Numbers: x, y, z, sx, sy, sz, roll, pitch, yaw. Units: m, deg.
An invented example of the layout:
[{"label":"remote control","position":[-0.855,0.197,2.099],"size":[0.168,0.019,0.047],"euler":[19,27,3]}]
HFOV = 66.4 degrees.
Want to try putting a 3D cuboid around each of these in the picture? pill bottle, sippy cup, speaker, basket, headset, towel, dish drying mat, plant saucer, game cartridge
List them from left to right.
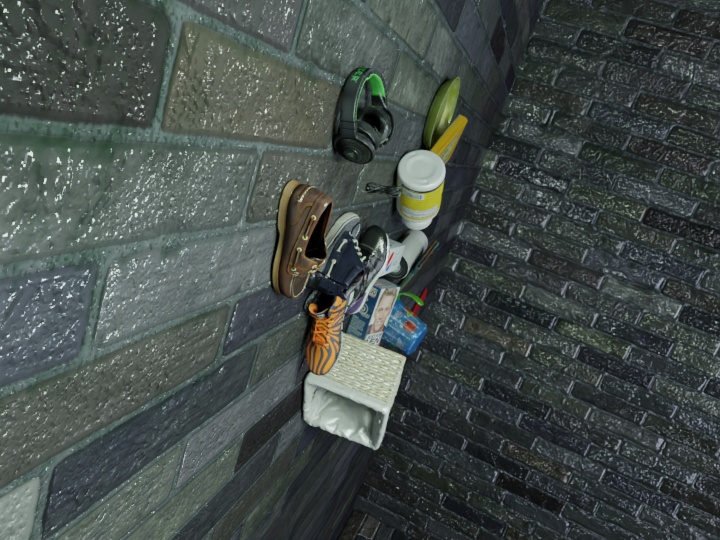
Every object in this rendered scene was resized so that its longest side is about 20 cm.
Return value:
[{"label":"basket","position":[-0.016,0.275,1.274],"size":[0.199,0.199,0.161],"euler":[98,14,-48]},{"label":"headset","position":[0.021,-0.207,0.851],"size":[0.124,0.093,0.201],"euler":[-53,149,-45]},{"label":"sippy cup","position":[0.108,0.159,1.515],"size":[0.140,0.130,0.178],"euler":[-41,158,-35]},{"label":"speaker","position":[0.128,-0.049,1.559],"size":[0.200,0.081,0.082],"euler":[-46,155,-57]},{"label":"towel","position":[0.144,0.011,1.572],"size":[0.147,0.022,0.200],"euler":[-49,178,-43]},{"label":"dish drying mat","position":[0.272,0.162,2.603],"size":[0.200,0.018,0.077],"euler":[-51,158,-48]},{"label":"pill bottle","position":[0.140,-0.185,1.323],"size":[0.112,0.111,0.200],"euler":[-61,166,-24]},{"label":"game cartridge","position":[0.197,-0.286,1.439],"size":[0.200,0.032,0.177],"euler":[-54,172,-25]},{"label":"plant saucer","position":[0.203,-0.396,1.404],"size":[0.200,0.031,0.201],"euler":[23,90,-78]}]

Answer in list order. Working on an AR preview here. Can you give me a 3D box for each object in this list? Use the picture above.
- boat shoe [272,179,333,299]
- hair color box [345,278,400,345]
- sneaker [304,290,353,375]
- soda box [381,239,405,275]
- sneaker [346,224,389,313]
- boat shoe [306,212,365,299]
[{"label":"boat shoe","position":[-0.081,-0.030,0.787],"size":[0.071,0.070,0.201],"euler":[-56,163,-44]},{"label":"hair color box","position":[0.024,0.124,1.418],"size":[0.100,0.060,0.201],"euler":[-3,115,-57]},{"label":"sneaker","position":[-0.075,0.101,1.037],"size":[0.112,0.077,0.202],"euler":[16,85,-73]},{"label":"soda box","position":[0.050,-0.035,1.307],"size":[0.200,0.063,0.069],"euler":[-20,130,-73]},{"label":"sneaker","position":[0.000,0.000,1.155],"size":[0.201,0.075,0.087],"euler":[-69,161,5]},{"label":"boat shoe","position":[-0.023,-0.025,0.971],"size":[0.200,0.092,0.075],"euler":[-55,162,-42]}]
